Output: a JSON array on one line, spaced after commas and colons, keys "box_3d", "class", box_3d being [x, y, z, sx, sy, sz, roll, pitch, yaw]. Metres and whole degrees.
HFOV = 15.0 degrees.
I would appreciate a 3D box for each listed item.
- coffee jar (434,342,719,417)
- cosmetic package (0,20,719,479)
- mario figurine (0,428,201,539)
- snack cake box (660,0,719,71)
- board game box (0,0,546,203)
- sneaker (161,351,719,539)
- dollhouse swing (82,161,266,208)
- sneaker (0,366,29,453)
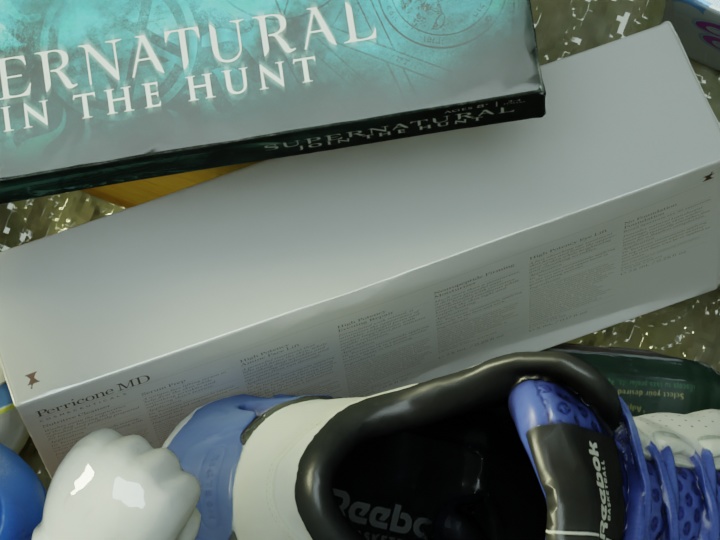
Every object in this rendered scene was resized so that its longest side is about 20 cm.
[{"box_3d": [0.055, 0.125, 0.807, 0.104, 0.085, 0.201, 5, 80, -7], "class": "coffee jar"}, {"box_3d": [0.000, 0.000, 0.750, 0.199, 0.083, 0.051, -19, 66, -5], "class": "cosmetic package"}, {"box_3d": [-0.091, 0.066, 0.685, 0.106, 0.200, 0.124, -22, 36, -3], "class": "mario figurine"}, {"box_3d": [0.188, -0.141, 0.856, 0.115, 0.067, 0.200, 26, 83, 7], "class": "snack cake box"}, {"box_3d": [-0.062, -0.089, 0.679, 0.199, 0.028, 0.136, -9, 79, 1], "class": "board game box"}, {"box_3d": [0.055, 0.068, 0.704, 0.199, 0.115, 0.081, 7, 80, -24], "class": "sneaker"}, {"box_3d": [-0.036, -0.114, 0.799, 0.181, 0.200, 0.176, 22, 81, 8], "class": "dollhouse swing"}, {"box_3d": [-0.203, 0.039, 0.832, 0.199, 0.105, 0.076, -2, 80, 4], "class": "sneaker"}]
